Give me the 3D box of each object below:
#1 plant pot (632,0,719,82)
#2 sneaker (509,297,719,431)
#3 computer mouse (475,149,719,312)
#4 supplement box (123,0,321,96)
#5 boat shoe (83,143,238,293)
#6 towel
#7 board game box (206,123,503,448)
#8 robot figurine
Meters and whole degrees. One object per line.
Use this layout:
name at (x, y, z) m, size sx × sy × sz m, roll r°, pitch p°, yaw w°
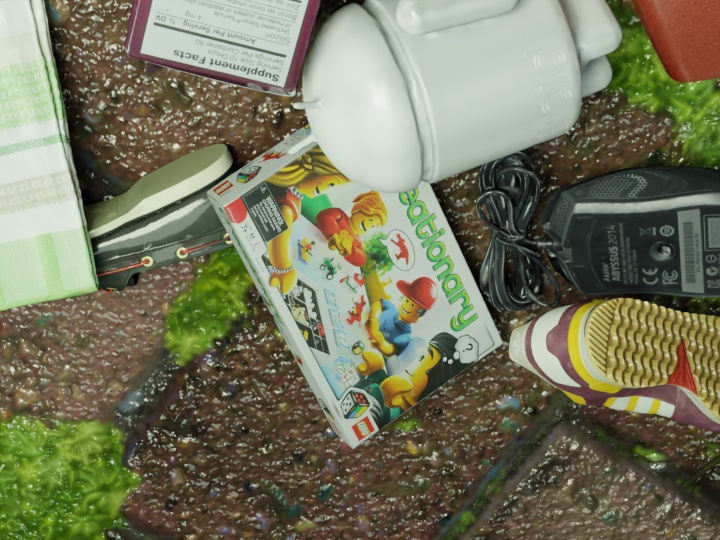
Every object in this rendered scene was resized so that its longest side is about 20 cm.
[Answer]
plant pot at (0.217, -0.219, 1.021) m, size 0.198 × 0.201 × 0.177 m, roll -9°, pitch 134°, yaw 6°
sneaker at (0.188, 0.061, 1.252) m, size 0.199 × 0.076 × 0.090 m, roll 22°, pitch 162°, yaw -39°
computer mouse at (0.175, -0.033, 1.208) m, size 0.198 × 0.053 × 0.139 m, roll 3°, pitch 132°, yaw 9°
supplement box at (-0.057, -0.220, 1.045) m, size 0.102 × 0.131 × 0.201 m, roll 13°, pitch 122°, yaw -8°
boat shoe at (-0.162, -0.014, 1.206) m, size 0.200 × 0.074 × 0.064 m, roll -21°, pitch 112°, yaw 8°
towel at (-0.246, -0.072, 1.155) m, size 0.148 × 0.031 × 0.202 m, roll -10°, pitch 97°, yaw 10°
board game box at (0.000, 0.000, 1.208) m, size 0.126 × 0.035 × 0.201 m, roll -34°, pitch 120°, yaw -12°
robot figurine at (0.051, -0.115, 1.101) m, size 0.198 × 0.114 × 0.170 m, roll -21°, pitch 152°, yaw -11°
